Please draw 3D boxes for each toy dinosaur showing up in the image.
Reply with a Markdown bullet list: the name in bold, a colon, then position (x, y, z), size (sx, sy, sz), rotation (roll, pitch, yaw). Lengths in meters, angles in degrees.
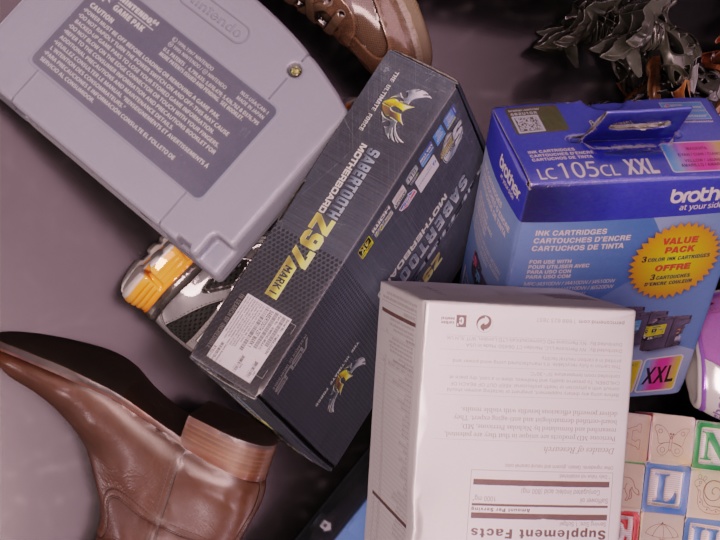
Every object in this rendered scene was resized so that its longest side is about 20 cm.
- **toy dinosaur**: position (0.183, -0.110, 1.018), size (0.136, 0.102, 0.201), rotation (47, 59, -23)

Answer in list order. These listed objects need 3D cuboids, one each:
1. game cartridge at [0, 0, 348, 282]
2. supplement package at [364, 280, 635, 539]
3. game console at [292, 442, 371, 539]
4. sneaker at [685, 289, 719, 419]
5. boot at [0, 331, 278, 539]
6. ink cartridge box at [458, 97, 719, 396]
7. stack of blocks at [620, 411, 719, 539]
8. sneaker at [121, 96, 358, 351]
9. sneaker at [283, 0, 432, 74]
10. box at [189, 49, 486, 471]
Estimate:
- **game cartridge**: position (-0.106, -0.102, 0.918), size (0.200, 0.042, 0.133), rotation (39, 78, 19)
- **supplement package**: position (0.066, 0.112, 0.847), size (0.109, 0.114, 0.202), rotation (3, 95, -11)
- **game console**: position (0.040, 0.195, 0.919), size (0.177, 0.031, 0.200), rotation (42, 71, -2)
- **sneaker**: position (0.254, 0.007, 1.016), size (0.113, 0.073, 0.201), rotation (16, 57, 11)
- **boot**: position (-0.154, 0.152, 0.924), size (0.185, 0.064, 0.201), rotation (24, 102, 18)
- **ink cartridge box**: position (0.134, -0.021, 0.936), size (0.135, 0.077, 0.201), rotation (-4, 131, -14)
- **stack of blocks**: position (0.226, 0.152, 1.016), size (0.198, 0.059, 0.116), rotation (8, 85, -13)
- **sneaker**: position (-0.042, -0.029, 0.955), size (0.200, 0.078, 0.077), rotation (-41, 101, -4)
- **sneaker**: position (-0.038, -0.181, 0.962), size (0.075, 0.070, 0.201), rotation (-31, 84, -21)
- **box**: position (0.000, 0.000, 0.919), size (0.051, 0.158, 0.201), rotation (29, 79, 22)
